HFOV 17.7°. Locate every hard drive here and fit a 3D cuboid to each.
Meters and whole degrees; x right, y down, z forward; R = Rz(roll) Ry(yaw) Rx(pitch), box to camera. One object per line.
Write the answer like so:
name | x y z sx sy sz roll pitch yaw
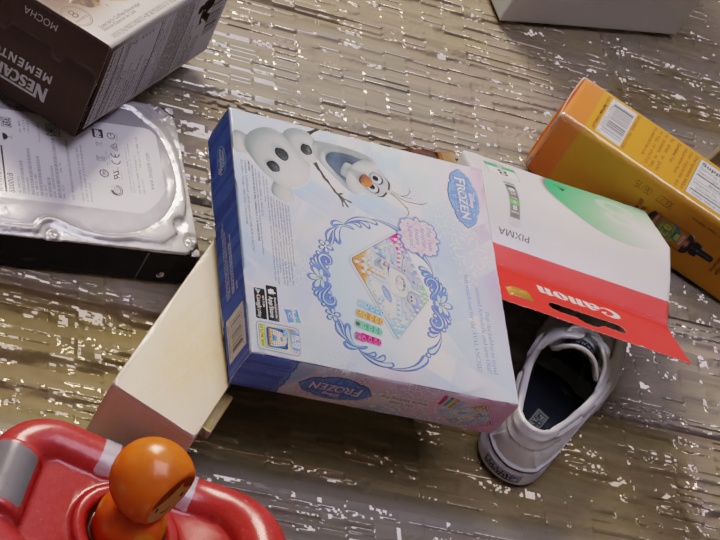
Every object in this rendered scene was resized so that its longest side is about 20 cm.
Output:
hard drive | -0.216 -0.065 1.592 0.199 0.038 0.140 6 50 -24

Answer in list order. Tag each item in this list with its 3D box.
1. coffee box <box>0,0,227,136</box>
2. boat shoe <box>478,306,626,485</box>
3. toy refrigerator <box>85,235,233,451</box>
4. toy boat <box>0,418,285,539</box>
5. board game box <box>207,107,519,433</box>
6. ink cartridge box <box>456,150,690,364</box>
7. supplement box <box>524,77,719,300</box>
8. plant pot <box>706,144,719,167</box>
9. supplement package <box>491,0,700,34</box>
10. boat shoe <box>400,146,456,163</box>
coffee box | -0.187 -0.185 1.648 0.113 0.080 0.200 32 33 10
boat shoe | 0.152 0.074 1.663 0.073 0.065 0.200 33 44 0
toy refrigerator | -0.103 0.051 1.529 0.070 0.076 0.200 33 43 -1
toy boat | -0.135 0.149 1.385 0.199 0.131 0.131 23 45 -8
board game box | 0.000 0.000 1.551 0.198 0.043 0.201 12 51 -25
ink cartridge box | 0.156 -0.014 1.696 0.160 0.050 0.200 18 17 -16
supplement box | 0.234 -0.063 1.828 0.200 0.067 0.069 36 41 1
plant pot | 0.435 -0.066 1.869 0.177 0.200 0.200 0 52 -45
supplement package | 0.196 -0.327 1.972 0.191 0.147 0.200 2 53 -29
boat shoe | 0.042 -0.004 1.666 0.070 0.070 0.200 3 50 -18
